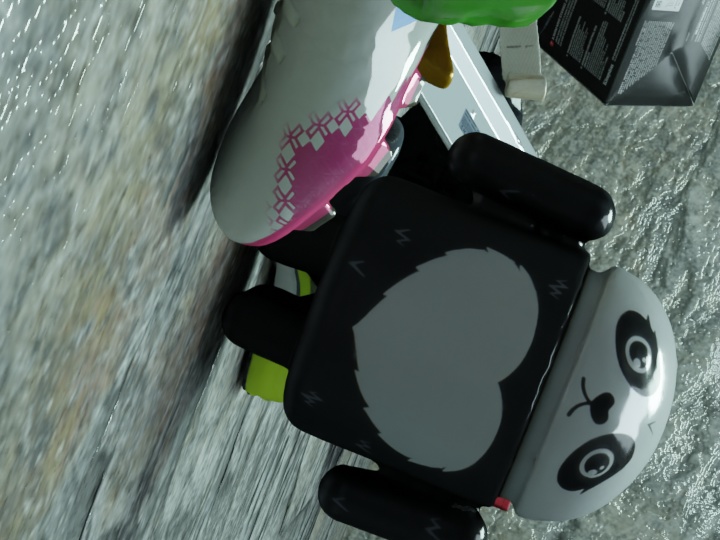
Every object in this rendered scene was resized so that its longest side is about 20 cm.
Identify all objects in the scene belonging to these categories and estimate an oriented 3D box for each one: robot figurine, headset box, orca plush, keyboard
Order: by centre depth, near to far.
[{"bbox_3d":[0.041,0.033,0.946,0.125,0.199,0.151,-63,174,-45],"label":"robot figurine"},{"bbox_3d":[0.060,-0.081,1.147,0.200,0.011,0.056,56,51,-37],"label":"keyboard"},{"bbox_3d":[0.032,-0.060,1.189,0.200,0.105,0.071,-44,154,-24],"label":"orca plush"},{"bbox_3d":[0.140,-0.211,1.265,0.200,0.077,0.150,48,-51,43],"label":"headset box"}]

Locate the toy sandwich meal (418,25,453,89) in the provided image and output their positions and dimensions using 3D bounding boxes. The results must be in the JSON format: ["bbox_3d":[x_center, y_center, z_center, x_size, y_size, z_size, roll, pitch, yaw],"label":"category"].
[{"bbox_3d":[0.047,-0.171,0.910,0.205,0.070,0.206,21,90,-86],"label":"toy sandwich meal"}]

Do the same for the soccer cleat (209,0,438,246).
[{"bbox_3d":[-0.002,-0.104,0.744,0.200,0.086,0.070,-52,-146,3],"label":"soccer cleat"}]

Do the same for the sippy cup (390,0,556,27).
[{"bbox_3d":[0.029,-0.153,0.442,0.178,0.139,0.130,-50,-165,9],"label":"sippy cup"}]

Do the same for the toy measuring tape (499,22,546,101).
[{"bbox_3d":[0.093,-0.195,1.181,0.074,0.073,0.201,103,-11,-62],"label":"toy measuring tape"}]

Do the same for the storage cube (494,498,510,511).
[{"bbox_3d":[0.093,0.105,2.053,0.200,0.179,0.172,-36,147,-80],"label":"storage cube"}]

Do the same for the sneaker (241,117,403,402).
[{"bbox_3d":[0.000,0.000,1.061,0.201,0.080,0.074,106,6,-47],"label":"sneaker"}]
